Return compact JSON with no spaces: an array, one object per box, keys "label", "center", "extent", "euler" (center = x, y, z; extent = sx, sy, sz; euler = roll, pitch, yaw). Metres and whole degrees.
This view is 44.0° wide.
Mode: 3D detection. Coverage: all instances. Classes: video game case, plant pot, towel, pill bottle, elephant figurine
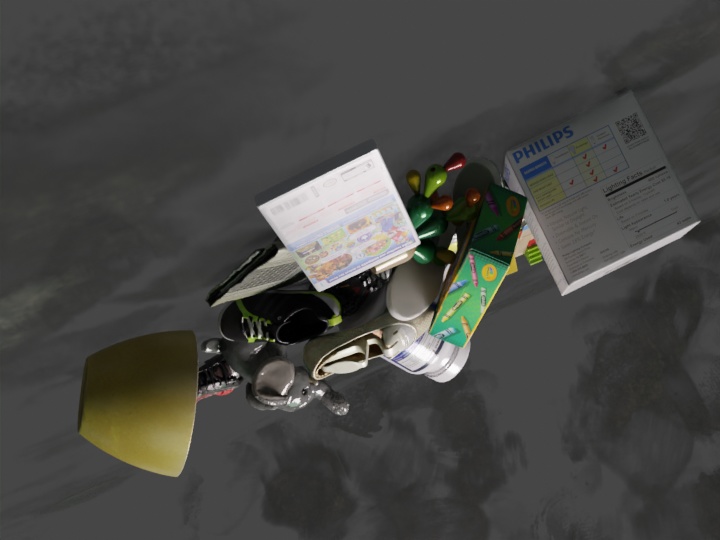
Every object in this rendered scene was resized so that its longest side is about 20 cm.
[{"label":"video game case","center":[-0.020,-0.055,1.008],"extent":[0.141,0.018,0.201],"euler":[-25,147,4]},{"label":"plant pot","center":[-0.313,0.176,1.232],"extent":[0.139,0.204,0.200],"euler":[8,156,-20]},{"label":"towel","center":[-0.090,-0.018,1.184],"extent":[0.198,0.035,0.192],"euler":[-17,168,-44]},{"label":"pill bottle","center":[0.069,0.087,1.355],"extent":[0.198,0.117,0.115],"euler":[32,133,-31]},{"label":"elephant figurine","center":[-0.139,0.177,1.482],"extent":[0.153,0.203,0.141],"euler":[-28,168,21]}]

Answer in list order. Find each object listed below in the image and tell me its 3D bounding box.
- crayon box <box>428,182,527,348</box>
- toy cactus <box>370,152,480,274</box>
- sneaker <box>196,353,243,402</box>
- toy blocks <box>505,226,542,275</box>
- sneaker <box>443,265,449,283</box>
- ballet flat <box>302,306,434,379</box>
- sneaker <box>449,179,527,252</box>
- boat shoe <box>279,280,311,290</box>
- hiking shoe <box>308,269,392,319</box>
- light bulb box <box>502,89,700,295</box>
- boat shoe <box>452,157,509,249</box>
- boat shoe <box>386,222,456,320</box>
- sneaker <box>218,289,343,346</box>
[{"label":"crayon box","center":[0.154,-0.003,1.185],"extent":[0.201,0.057,0.120],"euler":[109,3,-52]},{"label":"toy cactus","center":[0.074,-0.060,1.141],"extent":[0.163,0.103,0.201],"euler":[-32,160,-14]},{"label":"sneaker","center":[-0.271,0.190,1.588],"extent":[0.097,0.072,0.199],"euler":[-31,169,30]},{"label":"toy blocks","center":[0.285,-0.081,1.546],"extent":[0.197,0.101,0.137],"euler":[-21,156,-13]},{"label":"sneaker","center":[0.187,-0.070,1.435],"extent":[0.200,0.080,0.071],"euler":[-42,130,-2]},{"label":"ballet flat","center":[0.017,0.106,1.243],"extent":[0.196,0.063,0.068],"euler":[-19,131,-1]},{"label":"sneaker","center":[0.204,-0.078,1.353],"extent":[0.196,0.076,0.077],"euler":[-17,138,8]},{"label":"boat shoe","center":[-0.089,0.051,1.378],"extent":[0.198,0.073,0.066],"euler":[-30,166,-20]},{"label":"hiking shoe","center":[0.000,0.000,1.281],"extent":[0.199,0.076,0.101],"euler":[-31,-165,51]},{"label":"light bulb box","center":[0.324,-0.103,1.229],"extent":[0.195,0.203,0.125],"euler":[-25,170,3]},{"label":"boat shoe","center":[0.173,-0.088,1.242],"extent":[0.072,0.069,0.203],"euler":[-47,151,-31]},{"label":"boat shoe","center":[0.076,-0.009,1.261],"extent":[0.071,0.203,0.068],"euler":[26,148,-14]},{"label":"sneaker","center":[-0.118,0.068,1.249],"extent":[0.196,0.073,0.083],"euler":[-11,-161,17]}]
